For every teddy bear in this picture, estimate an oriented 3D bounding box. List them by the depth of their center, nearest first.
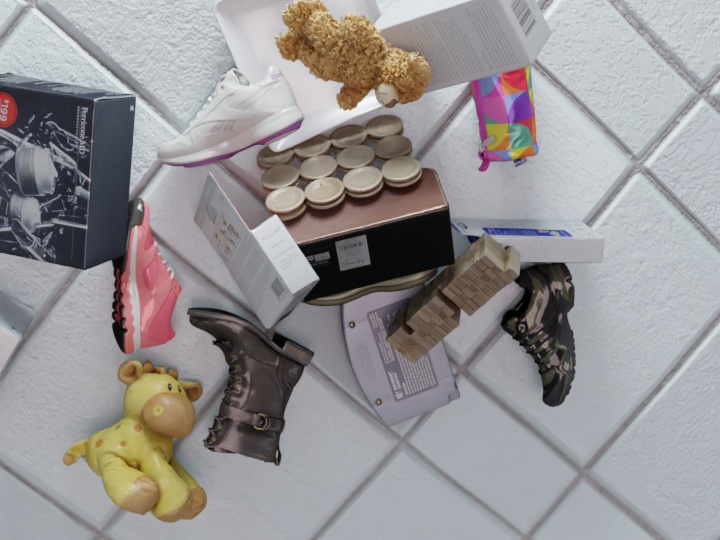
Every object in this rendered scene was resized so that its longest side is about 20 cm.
[{"bbox_3d":[-0.014,-0.251,1.322,0.199,0.067,0.145,36,138,-13],"label":"teddy bear"}]

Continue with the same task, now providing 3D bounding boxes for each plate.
[{"bbox_3d":[-0.060,-0.279,1.390,0.197,0.032,0.202,-23,107,-2],"label":"plate"}]

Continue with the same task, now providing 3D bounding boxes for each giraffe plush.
[{"bbox_3d":[-0.273,0.212,1.444,0.198,0.172,0.164,28,89,21],"label":"giraffe plush"}]

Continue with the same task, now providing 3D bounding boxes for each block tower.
[{"bbox_3d":[0.117,0.034,1.413,0.058,0.054,0.200,39,121,-16],"label":"block tower"}]

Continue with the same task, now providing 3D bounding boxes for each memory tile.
[{"bbox_3d":[-0.029,-0.130,1.377,0.197,0.154,0.017,-15,130,-4],"label":"memory tile"}]

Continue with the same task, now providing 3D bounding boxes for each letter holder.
[{"bbox_3d":[0.005,-0.067,1.384,0.197,0.143,0.101,-14,137,-2],"label":"letter holder"}]

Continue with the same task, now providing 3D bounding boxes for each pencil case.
[{"bbox_3d":[0.180,-0.233,1.409,0.087,0.088,0.203,-9,103,-5],"label":"pencil case"}]

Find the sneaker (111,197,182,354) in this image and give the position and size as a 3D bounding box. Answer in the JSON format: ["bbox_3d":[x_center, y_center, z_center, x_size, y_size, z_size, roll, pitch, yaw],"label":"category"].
[{"bbox_3d":[-0.274,0.005,1.426,0.086,0.074,0.204,-3,105,-28],"label":"sneaker"}]

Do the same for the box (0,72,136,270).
[{"bbox_3d":[-0.377,-0.122,1.317,0.179,0.104,0.203,10,104,13],"label":"box"}]

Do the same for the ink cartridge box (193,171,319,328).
[{"bbox_3d":[-0.132,-0.028,1.350,0.043,0.200,0.175,-32,86,-19],"label":"ink cartridge box"}]

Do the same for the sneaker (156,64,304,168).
[{"bbox_3d":[-0.168,-0.190,1.369,0.197,0.075,0.101,-19,96,15],"label":"sneaker"}]

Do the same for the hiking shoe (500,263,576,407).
[{"bbox_3d":[0.242,0.088,1.516,0.099,0.076,0.204,-2,96,1],"label":"hiking shoe"}]

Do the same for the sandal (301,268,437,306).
[{"bbox_3d":[0.001,-0.001,1.435,0.198,0.080,0.058,-12,109,9],"label":"sandal"}]

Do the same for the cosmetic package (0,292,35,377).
[{"bbox_3d":[-0.546,0.100,1.372,0.198,0.123,0.201,31,100,-14],"label":"cosmetic package"}]

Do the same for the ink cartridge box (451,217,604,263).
[{"bbox_3d":[0.213,-0.040,1.457,0.196,0.100,0.040,2,106,-8],"label":"ink cartridge box"}]

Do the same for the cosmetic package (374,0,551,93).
[{"bbox_3d":[0.116,-0.284,1.321,0.102,0.198,0.072,56,49,-27],"label":"cosmetic package"}]

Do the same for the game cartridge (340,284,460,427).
[{"bbox_3d":[0.048,0.106,1.505,0.131,0.042,0.203,-18,106,1],"label":"game cartridge"}]

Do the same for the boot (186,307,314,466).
[{"bbox_3d":[-0.165,0.155,1.452,0.198,0.069,0.176,25,87,-16],"label":"boot"}]
